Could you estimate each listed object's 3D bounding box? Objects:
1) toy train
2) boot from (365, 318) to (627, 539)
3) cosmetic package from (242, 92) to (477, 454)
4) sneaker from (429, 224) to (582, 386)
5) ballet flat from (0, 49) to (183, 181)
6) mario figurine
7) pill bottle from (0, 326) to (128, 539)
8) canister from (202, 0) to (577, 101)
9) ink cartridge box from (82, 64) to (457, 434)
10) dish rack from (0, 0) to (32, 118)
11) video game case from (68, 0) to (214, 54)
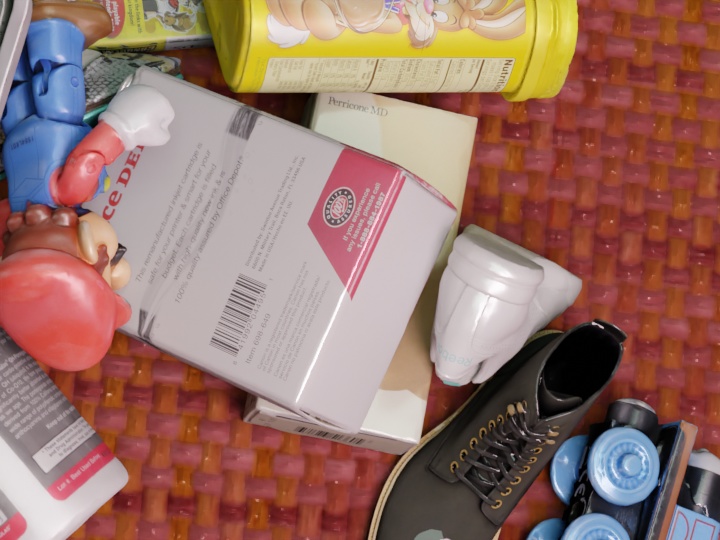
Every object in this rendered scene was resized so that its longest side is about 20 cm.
[{"bbox_3d":[0.158,0.180,1.545,0.114,0.087,0.201,22,75,-15],"label":"toy train"},{"bbox_3d":[0.074,0.110,1.510,0.077,0.138,0.201,33,77,-3],"label":"boot"},{"bbox_3d":[0.000,0.000,1.549,0.104,0.071,0.202,11,79,-7],"label":"cosmetic package"},{"bbox_3d":[0.073,0.026,1.508,0.075,0.200,0.089,25,96,13],"label":"sneaker"},{"bbox_3d":[-0.200,-0.091,1.528,0.200,0.072,0.072,-33,87,-13],"label":"ballet flat"},{"bbox_3d":[-0.159,-0.042,1.448,0.105,0.124,0.202,-2,74,-12],"label":"mario figurine"},{"bbox_3d":[-0.234,0.078,1.475,0.111,0.111,0.200,-40,90,-14],"label":"pill bottle"},{"bbox_3d":[0.012,-0.168,1.538,0.198,0.087,0.149,-2,48,-18],"label":"canister"},{"bbox_3d":[-0.066,-0.013,1.474,0.199,0.085,0.147,23,87,31],"label":"ink cartridge box"},{"bbox_3d":[-0.268,-0.091,1.431,0.171,0.044,0.202,17,89,21],"label":"dish rack"},{"bbox_3d":[-0.164,-0.229,1.583,0.179,0.026,0.202,-6,81,-11],"label":"video game case"}]
